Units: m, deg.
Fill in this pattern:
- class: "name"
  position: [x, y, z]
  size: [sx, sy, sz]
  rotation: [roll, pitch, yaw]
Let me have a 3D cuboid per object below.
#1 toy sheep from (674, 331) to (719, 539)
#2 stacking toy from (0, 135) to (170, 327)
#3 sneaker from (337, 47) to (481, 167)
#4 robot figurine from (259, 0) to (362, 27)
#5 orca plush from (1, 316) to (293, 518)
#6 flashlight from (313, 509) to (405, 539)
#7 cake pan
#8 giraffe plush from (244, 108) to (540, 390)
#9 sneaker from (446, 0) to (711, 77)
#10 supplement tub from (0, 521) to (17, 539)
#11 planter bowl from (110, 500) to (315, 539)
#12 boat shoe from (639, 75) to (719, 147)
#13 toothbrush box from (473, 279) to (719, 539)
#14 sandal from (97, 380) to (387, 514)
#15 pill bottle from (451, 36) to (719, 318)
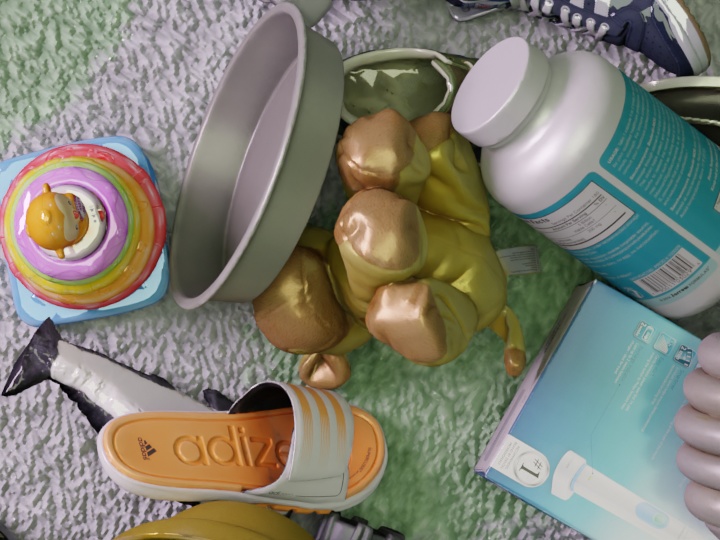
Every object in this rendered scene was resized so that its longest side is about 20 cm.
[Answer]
- class: "toy sheep"
  position: [0.253, 0.103, 1.350]
  size: [0.137, 0.138, 0.201]
  rotation: [4, 93, -1]
- class: "stacking toy"
  position: [-0.179, -0.029, 1.386]
  size: [0.109, 0.200, 0.116]
  rotation: [-12, 88, -1]
- class: "sneaker"
  position: [0.064, -0.105, 1.448]
  size: [0.200, 0.090, 0.067]
  rotation: [4, 86, -2]
- class: "robot figurine"
  position: [-0.003, -0.254, 1.439]
  size: [0.170, 0.113, 0.200]
  rotation: [39, 89, 34]
- class: "orca plush"
  position: [-0.142, 0.118, 1.448]
  size: [0.200, 0.105, 0.071]
  rotation: [25, 127, -19]
- class: "flashlight"
  position: [-0.039, 0.254, 1.451]
  size: [0.068, 0.068, 0.200]
  rotation: [20, 89, 8]
- class: "cake pan"
  position: [-0.064, -0.067, 1.400]
  size: [0.037, 0.200, 0.201]
  rotation: [19, 88, -19]
- class: "giraffe plush"
  position: [0.000, 0.000, 1.414]
  size: [0.162, 0.200, 0.173]
  rotation: [-14, 69, 27]
- class: "sneaker"
  position: [0.127, -0.176, 1.461]
  size: [0.108, 0.070, 0.200]
  rotation: [-42, 83, -7]
- class: "supplement tub"
  position: [-0.270, 0.208, 1.379]
  size: [0.122, 0.200, 0.123]
  rotation: [0, 89, -2]
- class: "planter bowl"
  position: [-0.076, 0.202, 1.378]
  size: [0.200, 0.201, 0.084]
  rotation: [25, 45, -1]
- class: "boat shoe"
  position: [0.273, -0.087, 1.462]
  size: [0.201, 0.072, 0.061]
  rotation: [5, 85, -4]
- class: "toothbrush box"
  position: [0.196, 0.117, 1.449]
  size: [0.200, 0.085, 0.147]
  rotation: [29, 87, 0]
- class: "sandal"
  position: [-0.061, 0.107, 1.408]
  size: [0.206, 0.059, 0.079]
  rotation: [1, 56, -33]
- class: "pill bottle"
  position: [0.152, -0.063, 1.401]
  size: [0.200, 0.111, 0.111]
  rotation: [35, 88, -26]
